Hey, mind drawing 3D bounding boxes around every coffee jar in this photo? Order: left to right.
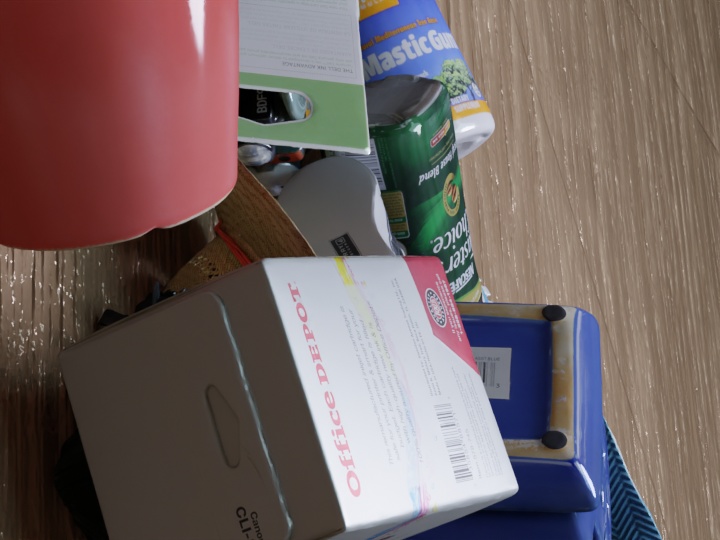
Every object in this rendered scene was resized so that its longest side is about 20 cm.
[{"bbox_3d":[0.031,-0.027,1.682,0.104,0.085,0.202,-53,138,-57],"label":"coffee jar"}]

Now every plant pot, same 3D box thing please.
[{"bbox_3d":[-0.148,-0.117,1.254,0.201,0.199,0.179,-57,141,-64],"label":"plant pot"},{"bbox_3d":[0.069,0.131,1.581,0.201,0.198,0.181,-83,173,-47],"label":"plant pot"}]

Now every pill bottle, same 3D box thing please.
[{"bbox_3d":[0.010,-0.168,1.779,0.201,0.112,0.112,64,18,7],"label":"pill bottle"}]

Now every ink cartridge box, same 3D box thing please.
[{"bbox_3d":[-0.071,-0.162,1.542,0.048,0.144,0.202,131,-40,-60],"label":"ink cartridge box"},{"bbox_3d":[-0.037,0.083,1.289,0.200,0.144,0.147,1,69,-61],"label":"ink cartridge box"}]

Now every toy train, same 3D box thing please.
[{"bbox_3d":[-0.065,-0.150,1.643,0.114,0.084,0.202,61,24,-61],"label":"toy train"}]

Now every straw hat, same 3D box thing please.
[{"bbox_3d":[-0.075,0.021,1.475,0.202,0.085,0.201,53,-10,14],"label":"straw hat"}]

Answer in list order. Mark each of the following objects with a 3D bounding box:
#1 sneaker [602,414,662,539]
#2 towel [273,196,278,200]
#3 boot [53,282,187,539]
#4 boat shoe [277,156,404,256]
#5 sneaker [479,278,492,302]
[{"bbox_3d":[0.176,0.185,1.731,0.081,0.076,0.202,57,18,-70],"label":"sneaker"},{"bbox_3d":[-0.012,-0.007,1.767,0.200,0.034,0.134,-10,86,-70],"label":"towel"},{"bbox_3d":[-0.101,0.121,1.381,0.199,0.073,0.163,63,24,-25],"label":"boot"},{"bbox_3d":[0.000,0.000,1.546,0.200,0.071,0.068,-120,-173,-53],"label":"boat shoe"},{"bbox_3d":[0.061,0.072,1.868,0.087,0.074,0.202,37,43,-53],"label":"sneaker"}]
